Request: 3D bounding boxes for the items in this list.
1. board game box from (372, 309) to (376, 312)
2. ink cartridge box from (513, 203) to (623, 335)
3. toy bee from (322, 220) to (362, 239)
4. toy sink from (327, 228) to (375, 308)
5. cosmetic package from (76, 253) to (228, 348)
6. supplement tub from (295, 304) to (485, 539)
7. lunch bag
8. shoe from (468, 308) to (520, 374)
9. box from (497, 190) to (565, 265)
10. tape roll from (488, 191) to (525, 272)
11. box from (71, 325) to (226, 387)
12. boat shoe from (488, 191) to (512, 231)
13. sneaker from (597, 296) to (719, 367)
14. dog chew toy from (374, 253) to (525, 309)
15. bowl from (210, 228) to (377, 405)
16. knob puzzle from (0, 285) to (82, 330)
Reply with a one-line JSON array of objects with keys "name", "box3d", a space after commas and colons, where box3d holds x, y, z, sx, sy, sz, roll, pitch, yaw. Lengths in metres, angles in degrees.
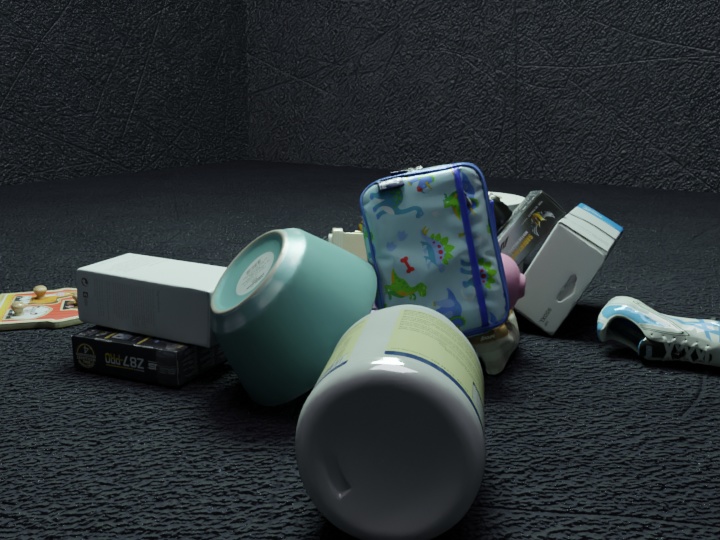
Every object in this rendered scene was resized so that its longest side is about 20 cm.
[{"name": "board game box", "box3d": [-0.004, 0.091, 0.979, 0.148, 0.037, 0.200, 1, 14, -1]}, {"name": "ink cartridge box", "box3d": [0.307, -0.008, 1.131, 0.084, 0.146, 0.199, 34, 23, 14]}, {"name": "toy bee", "box3d": [0.039, -0.069, 1.510, 0.198, 0.109, 0.132, -23, 70, -42]}, {"name": "toy sink", "box3d": [0.000, 0.000, 1.126, 0.196, 0.115, 0.130, 0, -4, -3]}, {"name": "cosmetic package", "box3d": [-0.239, 0.033, 0.937, 0.196, 0.076, 0.101, 10, 17, 23]}, {"name": "supplement tub", "box3d": [0.033, 0.115, 0.640, 0.142, 0.148, 0.200, 2, 13, 9]}, {"name": "lunch bag", "box3d": [0.086, -0.018, 0.887, 0.157, 0.204, 0.082, -9, -4, -1]}, {"name": "shoe", "box3d": [0.172, 0.085, 1.000, 0.069, 0.054, 0.200, -20, 4, 15]}, {"name": "box", "box3d": [0.214, -0.029, 1.146, 0.048, 0.201, 0.158, 41, 8, 2]}, {"name": "tape roll", "box3d": [0.213, -0.070, 1.450, 0.198, 0.142, 0.203, 0, 14, 0]}, {"name": "box", "box3d": [-0.241, 0.084, 0.981, 0.158, 0.050, 0.200, 4, 14, 22]}, {"name": "boat shoe", "box3d": [0.147, -0.065, 1.181, 0.075, 0.093, 0.200, 42, -14, -13]}, {"name": "sneaker", "box3d": [0.395, 0.091, 0.959, 0.197, 0.073, 0.073, 17, 54, 32]}, {"name": "dog chew toy", "box3d": [0.111, 0.012, 0.977, 0.196, 0.127, 0.125, 4, 13, 12]}, {"name": "bowl", "box3d": [-0.089, 0.033, 0.834, 0.199, 0.105, 0.202, -35, 29, 22]}, {"name": "knob puzzle", "box3d": [-0.460, 0.046, 1.174, 0.215, 0.031, 0.220, 1, 13, 0]}]
